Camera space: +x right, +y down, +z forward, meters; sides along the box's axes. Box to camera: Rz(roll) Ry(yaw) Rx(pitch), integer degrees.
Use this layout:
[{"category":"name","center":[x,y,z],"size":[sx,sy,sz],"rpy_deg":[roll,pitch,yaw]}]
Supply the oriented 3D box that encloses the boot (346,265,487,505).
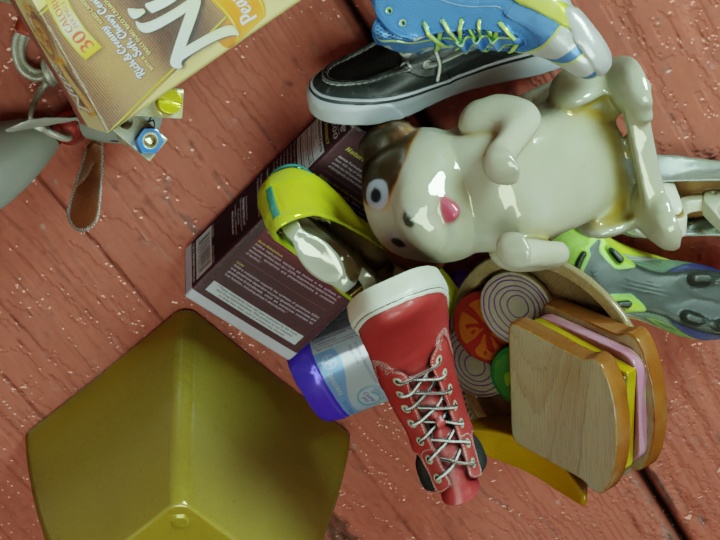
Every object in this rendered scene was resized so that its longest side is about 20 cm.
[{"category":"boot","center":[0.049,0.085,1.435],"size":[0.072,0.145,0.200],"rpy_deg":[-20,162,-1]}]

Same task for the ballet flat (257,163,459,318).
[{"category":"ballet flat","center":[0.000,0.000,1.504],"size":[0.067,0.067,0.200],"rpy_deg":[-37,124,22]}]

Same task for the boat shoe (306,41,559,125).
[{"category":"boat shoe","center":[0.054,-0.160,1.457],"size":[0.198,0.074,0.068],"rpy_deg":[-12,131,5]}]

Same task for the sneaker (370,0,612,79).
[{"category":"sneaker","center":[0.072,-0.170,1.393],"size":[0.105,0.200,0.076],"rpy_deg":[-50,161,4]}]

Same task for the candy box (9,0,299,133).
[{"category":"candy box","center":[-0.124,-0.195,1.363],"size":[0.200,0.055,0.116],"rpy_deg":[-37,116,-18]}]

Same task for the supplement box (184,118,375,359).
[{"category":"supplement box","center":[-0.032,-0.034,1.556],"size":[0.109,0.061,0.200],"rpy_deg":[33,120,-27]}]

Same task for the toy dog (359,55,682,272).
[{"category":"toy dog","center":[0.096,-0.073,1.441],"size":[0.199,0.194,0.140],"rpy_deg":[-17,119,-8]}]

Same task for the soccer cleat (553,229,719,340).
[{"category":"soccer cleat","center":[0.202,0.010,1.598],"size":[0.199,0.084,0.065],"rpy_deg":[17,83,-7]}]

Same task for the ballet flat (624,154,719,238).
[{"category":"ballet flat","center":[0.254,-0.050,1.557],"size":[0.198,0.064,0.068],"rpy_deg":[-2,128,-1]}]

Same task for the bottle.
[{"category":"bottle","center":[0.043,0.050,1.620],"size":[0.199,0.065,0.084],"rpy_deg":[-22,124,13]}]

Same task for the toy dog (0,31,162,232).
[{"category":"toy dog","center":[-0.246,-0.077,1.491],"size":[0.200,0.097,0.132],"rpy_deg":[-36,121,22]}]

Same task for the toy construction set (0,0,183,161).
[{"category":"toy construction set","center":[-0.210,-0.162,1.410],"size":[0.199,0.092,0.132],"rpy_deg":[15,89,-29]}]

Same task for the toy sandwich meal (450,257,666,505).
[{"category":"toy sandwich meal","center":[0.131,0.082,1.486],"size":[0.204,0.070,0.207],"rpy_deg":[23,126,35]}]

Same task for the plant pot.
[{"category":"plant pot","center":[-0.139,0.194,1.651],"size":[0.200,0.177,0.200],"rpy_deg":[-37,121,23]}]

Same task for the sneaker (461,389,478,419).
[{"category":"sneaker","center":[0.171,0.068,1.592],"size":[0.112,0.072,0.200],"rpy_deg":[-11,170,-31]}]
